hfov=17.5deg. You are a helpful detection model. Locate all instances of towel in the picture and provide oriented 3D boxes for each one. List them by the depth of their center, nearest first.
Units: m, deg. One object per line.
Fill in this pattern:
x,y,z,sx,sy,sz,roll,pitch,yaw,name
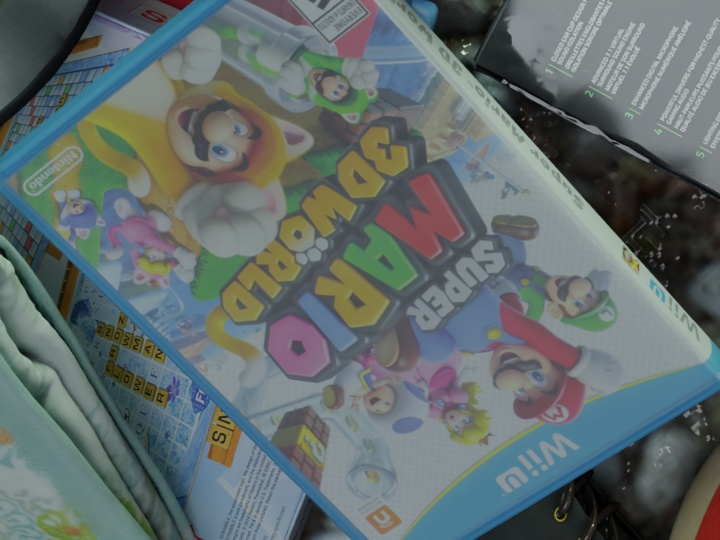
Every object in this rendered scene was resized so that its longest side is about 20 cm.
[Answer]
-0.164,0.064,0.795,0.171,0.048,0.200,-8,135,19,towel

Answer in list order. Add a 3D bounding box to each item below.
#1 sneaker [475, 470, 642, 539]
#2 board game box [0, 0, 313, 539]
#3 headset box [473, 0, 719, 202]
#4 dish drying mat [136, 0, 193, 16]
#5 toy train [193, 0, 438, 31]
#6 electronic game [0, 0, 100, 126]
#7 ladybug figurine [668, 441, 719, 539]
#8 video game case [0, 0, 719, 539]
0.060,0.065,0.830,0.106,0.075,0.201,9,115,4,sneaker
-0.091,0.002,0.844,0.199,0.041,0.201,24,112,6,board game box
0.153,-0.105,0.751,0.200,0.093,0.175,28,108,3,headset box
-0.089,-0.155,0.826,0.077,0.018,0.201,-19,101,19,dish drying mat
-0.002,-0.148,0.728,0.086,0.114,0.200,16,138,5,toy train
-0.177,-0.121,0.786,0.199,0.042,0.201,-2,73,7,electronic game
0.172,0.136,0.811,0.135,0.072,0.201,-8,104,1,ladybug figurine
0.000,0.000,0.743,0.143,0.018,0.200,-35,110,26,video game case
